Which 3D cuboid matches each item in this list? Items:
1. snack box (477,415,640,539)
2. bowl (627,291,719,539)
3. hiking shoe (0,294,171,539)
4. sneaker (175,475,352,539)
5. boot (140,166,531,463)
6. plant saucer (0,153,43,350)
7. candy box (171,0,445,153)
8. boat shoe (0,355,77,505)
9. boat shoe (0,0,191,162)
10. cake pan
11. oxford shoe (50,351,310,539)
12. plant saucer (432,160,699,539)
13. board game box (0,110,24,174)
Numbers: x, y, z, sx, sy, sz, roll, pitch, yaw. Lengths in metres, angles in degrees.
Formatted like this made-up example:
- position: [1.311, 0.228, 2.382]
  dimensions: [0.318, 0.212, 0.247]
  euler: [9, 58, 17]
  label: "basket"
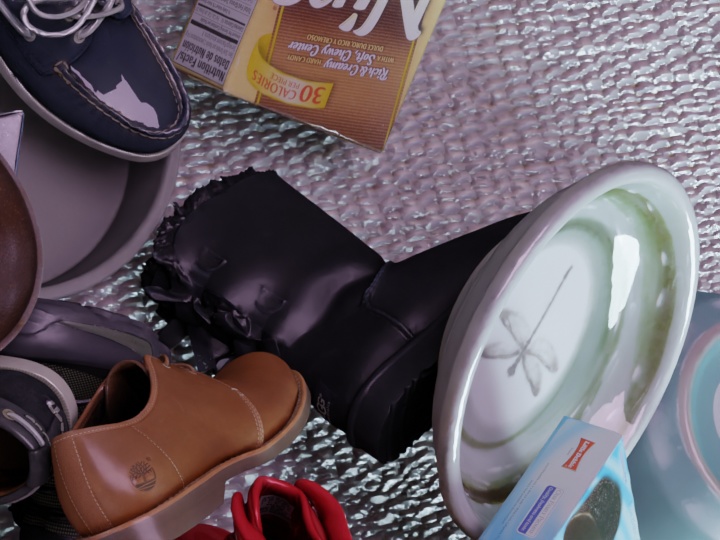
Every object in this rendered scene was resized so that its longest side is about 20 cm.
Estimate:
- position: [0.099, 0.180, 1.465]
  dimensions: [0.037, 0.200, 0.116]
  euler: [19, 55, 28]
  label: "snack box"
- position: [0.190, 0.093, 1.580]
  dimensions: [0.200, 0.105, 0.202]
  euler: [9, 70, -26]
  label: "bowl"
- position: [-0.126, 0.085, 1.372]
  dimensions: [0.200, 0.075, 0.101]
  euler: [59, 42, -56]
  label: "hiking shoe"
- position: [-0.040, 0.130, 1.347]
  dimensions: [0.078, 0.200, 0.116]
  euler: [-13, 115, -26]
  label: "sneaker"
- position: [0.000, 0.000, 1.498]
  dimensions: [0.162, 0.074, 0.198]
  euler: [33, 51, 24]
  label: "boot"
- position: [-0.235, -0.018, 1.278]
  dimensions: [0.200, 0.035, 0.201]
  euler: [19, 40, -17]
  label: "plant saucer"
- position: [-0.005, -0.173, 1.524]
  dimensions: [0.115, 0.055, 0.201]
  euler: [19, 95, -41]
  label: "candy box"
- position: [-0.226, 0.071, 1.285]
  dimensions: [0.199, 0.072, 0.068]
  euler: [0, 26, 5]
  label: "boat shoe"
- position: [-0.151, -0.138, 1.453]
  dimensions: [0.200, 0.062, 0.075]
  euler: [51, 56, -5]
  label: "boat shoe"
- position: [-0.186, -0.075, 1.472]
  dimensions: [0.200, 0.037, 0.201]
  euler: [9, 69, -25]
  label: "cake pan"
- position: [-0.077, 0.064, 1.318]
  dimensions: [0.071, 0.071, 0.200]
  euler: [64, 23, -5]
  label: "oxford shoe"
- position: [0.089, 0.034, 1.442]
  dimensions: [0.050, 0.201, 0.200]
  euler: [27, 51, 32]
  label: "plant saucer"
- position: [-0.239, 0.003, 1.371]
  dimensions: [0.199, 0.062, 0.200]
  euler: [22, 80, -7]
  label: "board game box"
